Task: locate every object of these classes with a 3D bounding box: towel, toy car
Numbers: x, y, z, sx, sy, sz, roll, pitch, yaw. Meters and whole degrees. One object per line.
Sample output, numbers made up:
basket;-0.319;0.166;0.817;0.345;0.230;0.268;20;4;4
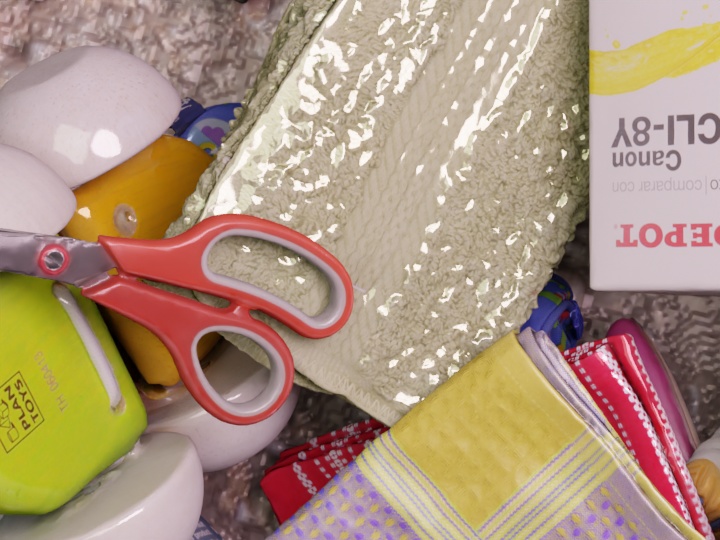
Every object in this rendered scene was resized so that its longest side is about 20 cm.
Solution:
towel;0.024;-0.045;0.924;0.148;0.036;0.200;30;86;-21
towel;0.034;0.130;0.913;0.200;0.023;0.144;-40;83;17
towel;0.054;0.117;0.985;0.200;0.022;0.145;-23;89;41
toy car;-0.130;0.023;0.957;0.150;0.200;0.175;-12;113;32

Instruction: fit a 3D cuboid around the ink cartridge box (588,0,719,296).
ink cartridge box;0.159;-0.089;0.873;0.145;0.083;0.200;0;90;42

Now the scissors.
scissors;-0.094;-0.008;0.858;0.200;0.014;0.073;26;93;-24

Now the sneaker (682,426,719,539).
sneaker;0.210;0.129;0.969;0.200;0.075;0.088;50;59;-13

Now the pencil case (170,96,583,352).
pencil case;0.000;0.000;1.043;0.200;0.078;0.087;30;82;15

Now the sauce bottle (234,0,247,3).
sauce bottle;-0.018;-0.212;1.083;0.066;0.066;0.200;32;92;15

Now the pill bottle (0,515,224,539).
pill bottle;-0.107;0.145;1.027;0.120;0.120;0.200;-45;76;4

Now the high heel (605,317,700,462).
high heel;0.101;0.124;1.007;0.096;0.067;0.200;-13;83;0
